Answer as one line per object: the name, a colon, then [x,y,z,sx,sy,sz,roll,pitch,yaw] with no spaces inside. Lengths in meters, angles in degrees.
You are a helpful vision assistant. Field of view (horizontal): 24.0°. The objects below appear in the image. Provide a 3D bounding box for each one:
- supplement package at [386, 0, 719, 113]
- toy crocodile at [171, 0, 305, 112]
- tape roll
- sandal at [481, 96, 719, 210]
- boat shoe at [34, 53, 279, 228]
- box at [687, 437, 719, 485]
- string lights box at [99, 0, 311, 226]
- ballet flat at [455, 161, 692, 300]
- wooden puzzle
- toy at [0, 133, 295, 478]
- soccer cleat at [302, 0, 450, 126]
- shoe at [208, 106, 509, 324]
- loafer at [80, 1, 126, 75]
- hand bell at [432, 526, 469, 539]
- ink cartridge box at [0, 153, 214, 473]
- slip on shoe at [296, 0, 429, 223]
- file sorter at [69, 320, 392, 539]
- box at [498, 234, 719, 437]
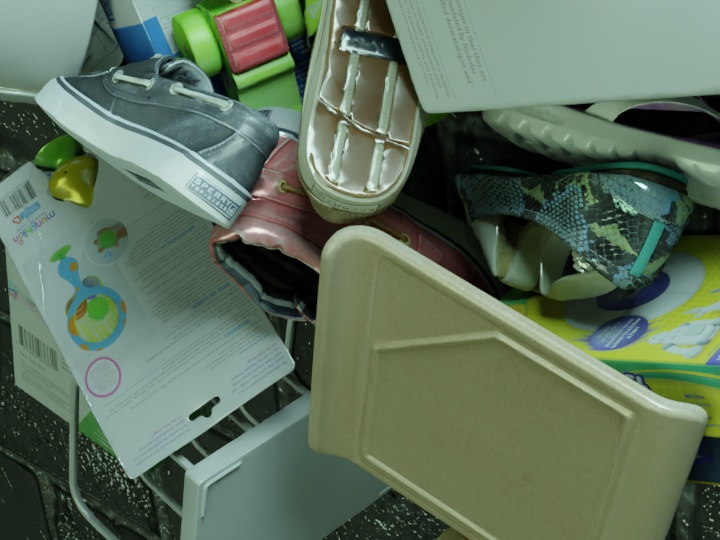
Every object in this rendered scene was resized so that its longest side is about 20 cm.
supplement package: [0.117,-0.148,0.754,0.200,0.117,0.118,2,118,47]
toy crocodile: [-0.070,-0.162,0.902,0.062,0.067,0.200,-137,30,-61]
tape roll: [-0.203,-0.200,1.011,0.202,0.071,0.203,-176,90,-69]
sandal: [0.150,-0.067,0.827,0.202,0.082,0.050,19,87,29]
boat shoe: [-0.108,-0.082,0.905,0.072,0.068,0.200,38,173,-34]
box: [0.145,0.067,0.923,0.200,0.064,0.070,0,117,46]
string lights box: [-0.064,-0.094,0.991,0.059,0.103,0.200,9,124,63]
ballet flat: [0.095,-0.020,0.859,0.074,0.074,0.200,63,165,-10]
wooden puzzle: [0.068,0.077,0.853,0.200,0.037,0.185,27,142,18]
toy: [-0.127,0.007,0.984,0.200,0.115,0.047,58,-171,16]
soccer cleat: [-0.005,-0.166,0.900,0.067,0.081,0.200,-12,107,50]
shoe: [0.000,0.000,0.938,0.200,0.091,0.071,35,141,-29]
loafer: [-0.151,-0.130,1.091,0.200,0.070,0.070,29,135,30]
hand bell: [0.071,0.154,1.002,0.104,0.104,0.200,36,149,24]
ink cartridge box: [-0.178,0.025,1.221,0.145,0.087,0.200,31,138,28]
slip on shoe: [0.014,-0.117,0.853,0.076,0.200,0.061,13,164,-4]
file sorter: [-0.069,0.096,1.068,0.124,0.200,0.139,38,139,28]
box: [0.137,0.028,0.859,0.200,0.117,0.048,-3,121,48]
